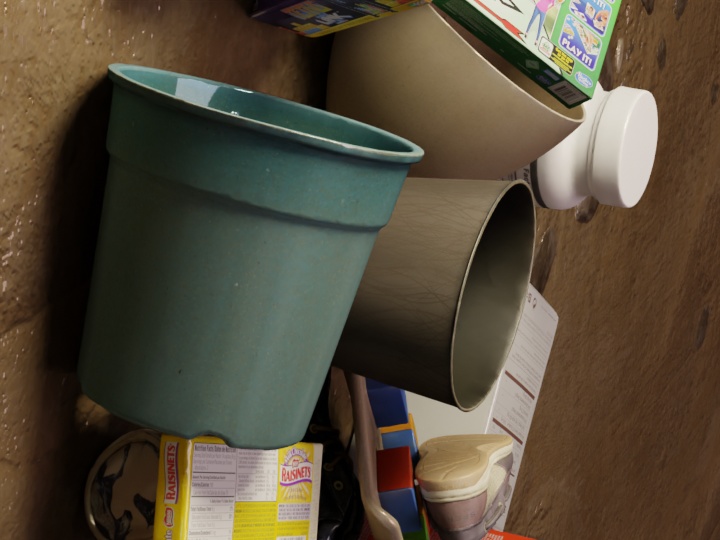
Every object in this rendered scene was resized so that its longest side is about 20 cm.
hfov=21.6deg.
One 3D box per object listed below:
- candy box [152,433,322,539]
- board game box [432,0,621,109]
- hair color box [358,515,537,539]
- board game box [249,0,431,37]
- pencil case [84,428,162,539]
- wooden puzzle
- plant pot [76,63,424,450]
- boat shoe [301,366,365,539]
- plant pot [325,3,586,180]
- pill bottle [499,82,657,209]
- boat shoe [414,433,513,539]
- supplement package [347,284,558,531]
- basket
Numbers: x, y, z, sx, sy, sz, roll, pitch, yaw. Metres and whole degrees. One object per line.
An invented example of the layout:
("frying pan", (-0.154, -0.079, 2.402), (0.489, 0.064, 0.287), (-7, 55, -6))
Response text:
("candy box", (-0.076, 0.159, 1.220), (0.200, 0.026, 0.103), (17, 73, -66))
("board game box", (0.104, -0.226, 1.344), (0.200, 0.029, 0.135), (34, 61, -26))
("hair color box", (0.058, 0.252, 1.523), (0.061, 0.199, 0.102), (-56, 146, -40))
("board game box", (0.001, -0.248, 1.233), (0.056, 0.200, 0.166), (16, 83, -22))
("pencil case", (-0.110, 0.158, 1.271), (0.200, 0.077, 0.090), (25, 50, -65))
("wooden puzzle", (0.023, 0.145, 1.421), (0.186, 0.046, 0.201), (75, 2, -53))
("plant pot", (-0.081, -0.006, 1.160), (0.200, 0.199, 0.197), (-3, 109, -64))
("boat shoe", (-0.033, 0.139, 1.414), (0.071, 0.090, 0.202), (30, 72, -64))
("plant pot", (0.051, -0.134, 1.411), (0.135, 0.201, 0.200), (-46, 162, 18))
("pill bottle", (0.133, -0.112, 1.541), (0.116, 0.199, 0.117), (-36, 132, -56))
("boat shoe", (0.079, 0.164, 1.429), (0.200, 0.071, 0.065), (-30, 115, -81))
("supplement package", (0.079, 0.107, 1.609), (0.117, 0.116, 0.201), (41, 63, -64))
("basket", (0.000, 0.000, 1.293), (0.181, 0.199, 0.137), (-59, 151, -43))
